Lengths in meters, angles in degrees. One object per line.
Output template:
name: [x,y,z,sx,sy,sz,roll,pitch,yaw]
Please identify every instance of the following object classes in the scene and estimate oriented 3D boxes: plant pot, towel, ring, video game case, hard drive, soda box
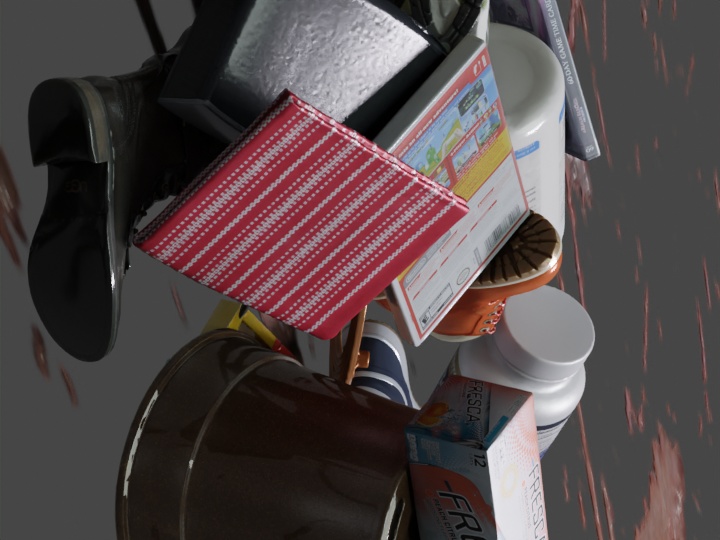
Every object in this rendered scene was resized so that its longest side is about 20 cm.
plant pot: [-0.032,0.159,1.352,0.200,0.198,0.201,-30,126,-52]
towel: [-0.034,-0.031,1.256,0.145,0.023,0.200,-43,140,16]
ring: [0.000,0.000,1.463,0.200,0.019,0.201,-173,-90,-84]
video game case: [0.133,-0.195,1.588,0.019,0.143,0.200,-23,110,-13]
video game case: [0.057,-0.052,1.374,0.143,0.017,0.200,-49,148,-19]
hard drive: [-0.028,-0.128,1.282,0.200,0.042,0.135,22,95,-45]
soda box: [0.081,0.170,1.290,0.068,0.063,0.200,-46,136,-43]

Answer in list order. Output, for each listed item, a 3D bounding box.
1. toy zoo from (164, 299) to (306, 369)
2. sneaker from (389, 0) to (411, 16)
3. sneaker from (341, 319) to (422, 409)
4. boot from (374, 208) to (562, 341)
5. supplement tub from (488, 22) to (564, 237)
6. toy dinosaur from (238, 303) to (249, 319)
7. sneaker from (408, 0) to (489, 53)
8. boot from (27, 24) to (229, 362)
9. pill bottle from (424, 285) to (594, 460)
toy zoo: [-0.091,0.109,1.452,0.200,0.020,0.131,50,57,-55]
sneaker: [0.009,-0.165,1.481,0.200,0.074,0.079,-60,151,-30]
sneaker: [0.024,0.147,1.587,0.109,0.070,0.200,-84,158,-50]
boot: [0.096,0.007,1.536,0.107,0.200,0.075,42,58,-32]
supplement tub: [0.100,-0.089,1.574,0.132,0.132,0.200,-58,157,-32]
toy dinosaur: [-0.058,-0.065,1.390,0.077,0.102,0.201,5,106,-78]
sneaker: [0.066,-0.148,1.442,0.081,0.074,0.201,-3,102,-79]
boot: [-0.135,-0.053,1.268,0.174,0.069,0.201,-21,116,-56]
pill bottle: [0.124,0.104,1.659,0.111,0.111,0.200,-48,169,-42]
